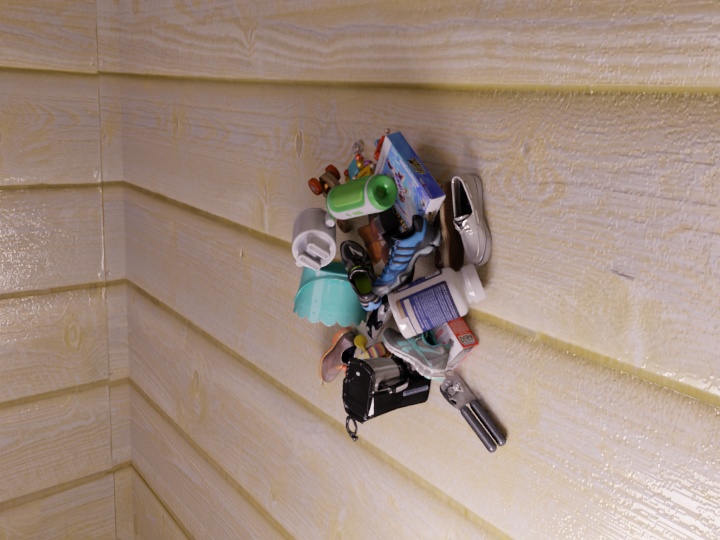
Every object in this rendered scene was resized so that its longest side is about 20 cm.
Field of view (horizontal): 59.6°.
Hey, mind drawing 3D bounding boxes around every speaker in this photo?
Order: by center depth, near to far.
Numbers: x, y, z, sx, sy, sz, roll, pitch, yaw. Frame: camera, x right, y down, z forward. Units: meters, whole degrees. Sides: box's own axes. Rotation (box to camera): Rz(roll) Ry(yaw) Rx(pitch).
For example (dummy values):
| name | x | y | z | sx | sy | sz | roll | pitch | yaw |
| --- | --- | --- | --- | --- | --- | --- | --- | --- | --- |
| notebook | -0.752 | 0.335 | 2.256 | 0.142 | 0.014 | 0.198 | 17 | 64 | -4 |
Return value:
| name | x | y | z | sx | sy | sz | roll | pitch | yaw |
| --- | --- | --- | --- | --- | --- | --- | --- | --- | --- |
| speaker | -0.001 | -0.171 | 1.476 | 0.199 | 0.088 | 0.090 | -5 | 93 | 56 |

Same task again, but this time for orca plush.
| name | x | y | z | sx | sy | sz | roll | pitch | yaw |
| --- | --- | --- | --- | --- | --- | --- | --- | --- | --- |
| orca plush | 0.049 | 0.086 | 1.563 | 0.071 | 0.105 | 0.201 | 34 | 142 | 9 |

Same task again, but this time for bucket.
| name | x | y | z | sx | sy | sz | roll | pitch | yaw |
| --- | --- | --- | --- | --- | --- | --- | --- | --- | --- |
| bucket | -0.072 | 0.057 | 1.662 | 0.206 | 0.205 | 0.137 | 19 | 105 | 47 |

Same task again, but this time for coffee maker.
| name | x | y | z | sx | sy | sz | roll | pitch | yaw |
| --- | --- | --- | --- | --- | --- | --- | --- | --- | --- |
| coffee maker | 0.060 | 0.289 | 1.533 | 0.135 | 0.198 | 0.194 | 49 | 128 | 36 |

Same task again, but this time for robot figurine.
| name | x | y | z | sx | sy | sz | roll | pitch | yaw |
| --- | --- | --- | --- | --- | --- | --- | --- | --- | --- |
| robot figurine | -0.117 | -0.085 | 1.598 | 0.170 | 0.112 | 0.201 | -45 | 25 | 24 |

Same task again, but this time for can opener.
| name | x | y | z | sx | sy | sz | roll | pitch | yaw |
| --- | --- | --- | --- | --- | --- | --- | --- | --- | --- |
| can opener | 0.255 | 0.323 | 1.429 | 0.200 | 0.052 | 0.067 | 51 | 166 | 34 |

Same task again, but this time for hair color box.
| name | x | y | z | sx | sy | sz | roll | pitch | yaw |
| --- | --- | --- | --- | --- | --- | --- | --- | --- | --- |
| hair color box | 0.178 | 0.125 | 1.469 | 0.111 | 0.063 | 0.201 | -54 | 54 | 40 |

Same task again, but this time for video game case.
| name | x | y | z | sx | sy | sz | roll | pitch | yaw |
| --- | --- | --- | --- | --- | --- | --- | --- | --- | --- |
| video game case | 0.101 | -0.180 | 1.438 | 0.201 | 0.045 | 0.182 | 59 | 154 | 26 |

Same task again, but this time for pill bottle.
| name | x | y | z | sx | sy | sz | roll | pitch | yaw |
| --- | --- | --- | --- | --- | --- | --- | --- | --- | --- |
| pill bottle | 0.168 | 0.061 | 1.370 | 0.198 | 0.111 | 0.112 | -23 | 75 | 8 |

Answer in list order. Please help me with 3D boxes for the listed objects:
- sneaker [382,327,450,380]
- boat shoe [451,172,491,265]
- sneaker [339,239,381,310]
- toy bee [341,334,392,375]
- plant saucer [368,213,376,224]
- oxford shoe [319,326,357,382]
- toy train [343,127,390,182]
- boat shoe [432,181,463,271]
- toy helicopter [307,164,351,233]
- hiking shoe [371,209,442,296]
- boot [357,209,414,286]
| name | x | y | z | sx | sy | sz | roll | pitch | yaw |
| --- | --- | --- | --- | --- | --- | --- | --- | --- | --- |
| sneaker | 0.133 | 0.169 | 1.442 | 0.199 | 0.077 | 0.092 | 31 | 105 | 41 |
| boat shoe | 0.233 | -0.109 | 1.358 | 0.071 | 0.065 | 0.203 | 1 | 97 | 50 |
| sneaker | 0.000 | 0.000 | 1.532 | 0.083 | 0.070 | 0.201 | 66 | -177 | -58 |
| toy bee | 0.012 | 0.251 | 1.659 | 0.131 | 0.108 | 0.202 | 46 | 129 | 33 |
| plant saucer | 0.093 | -0.137 | 1.552 | 0.199 | 0.032 | 0.203 | 12 | 105 | 50 |
| oxford shoe | -0.063 | 0.254 | 1.769 | 0.073 | 0.070 | 0.202 | 58 | 136 | 42 |
| toy train | 0.030 | -0.275 | 1.587 | 0.199 | 0.055 | 0.152 | 14 | 83 | 64 |
| boat shoe | 0.188 | -0.098 | 1.416 | 0.071 | 0.072 | 0.203 | 9 | 109 | 48 |
| toy helicopter | -0.053 | -0.171 | 1.656 | 0.132 | 0.079 | 0.201 | 36 | 156 | 37 |
| hiking shoe | 0.085 | -0.036 | 1.374 | 0.200 | 0.087 | 0.074 | -47 | 20 | 1 |
| boot | 0.051 | -0.036 | 1.524 | 0.190 | 0.068 | 0.200 | 65 | 160 | 3 |
